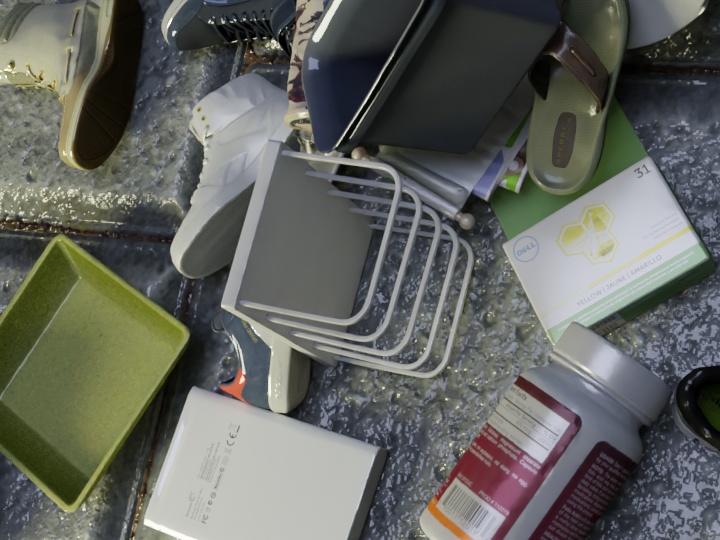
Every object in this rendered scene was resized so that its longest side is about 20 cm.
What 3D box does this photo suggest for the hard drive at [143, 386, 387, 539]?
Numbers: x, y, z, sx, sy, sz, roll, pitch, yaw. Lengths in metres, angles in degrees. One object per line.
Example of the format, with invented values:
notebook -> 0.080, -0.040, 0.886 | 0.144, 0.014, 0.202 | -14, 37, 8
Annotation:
hard drive -> -0.086, 0.191, 1.234 | 0.199, 0.026, 0.133 | 15, 80, 28

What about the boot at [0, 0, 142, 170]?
boot -> -0.312, -0.192, 1.442 | 0.154, 0.072, 0.201 | -1, 68, 24

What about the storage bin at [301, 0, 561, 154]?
storage bin -> 0.055, -0.187, 1.114 | 0.200, 0.134, 0.146 | -54, 37, 41

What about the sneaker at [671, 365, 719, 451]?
sneaker -> 0.315, 0.122, 1.034 | 0.199, 0.087, 0.074 | 24, 84, 29

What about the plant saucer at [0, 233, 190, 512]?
plant saucer -> -0.268, 0.098, 1.338 | 0.199, 0.048, 0.201 | 33, 89, 30

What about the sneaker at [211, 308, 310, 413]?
sneaker -> -0.086, 0.022, 1.237 | 0.084, 0.075, 0.201 | 9, 94, 19

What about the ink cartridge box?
ink cartridge box -> 0.185, -0.051, 1.176 | 0.145, 0.048, 0.201 | -31, 65, 13

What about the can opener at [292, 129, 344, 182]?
can opener -> -0.052, -0.061, 1.294 | 0.053, 0.067, 0.201 | 29, 100, 28

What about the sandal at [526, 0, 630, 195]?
sandal -> 0.166, -0.156, 1.119 | 0.079, 0.057, 0.202 | 10, 108, 28

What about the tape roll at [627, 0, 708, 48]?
tape roll -> 0.206, -0.300, 1.137 | 0.202, 0.203, 0.139 | 7, 48, 27

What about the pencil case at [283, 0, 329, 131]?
pencil case -> -0.018, -0.212, 1.231 | 0.089, 0.077, 0.201 | -13, 68, 55

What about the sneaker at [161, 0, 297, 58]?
sneaker -> -0.092, -0.227, 1.346 | 0.202, 0.077, 0.147 | -25, 62, 15

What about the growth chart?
growth chart -> 0.108, -0.132, 1.216 | 0.145, 0.018, 0.200 | 38, 80, 16

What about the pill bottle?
pill bottle -> 0.145, 0.147, 1.090 | 0.114, 0.114, 0.200 | 36, 90, 30

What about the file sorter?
file sorter -> 0.000, 0.000, 1.159 | 0.124, 0.200, 0.140 | 10, 78, 25

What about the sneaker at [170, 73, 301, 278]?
sneaker -> -0.130, -0.094, 1.328 | 0.115, 0.074, 0.200 | 34, 80, 31
